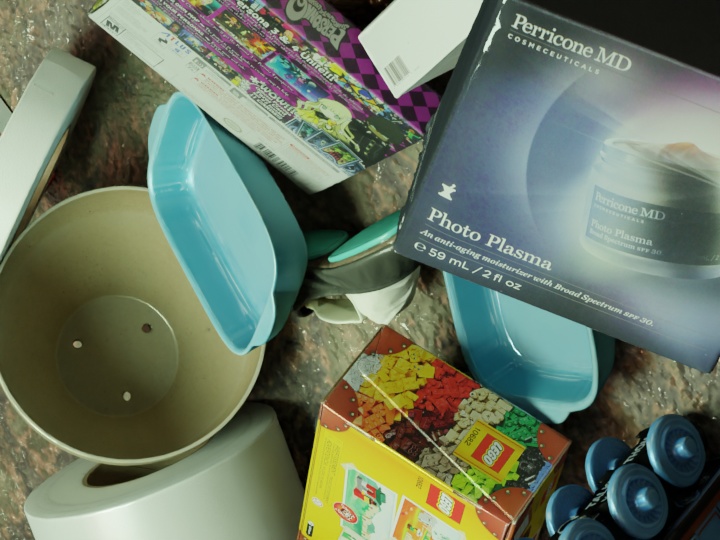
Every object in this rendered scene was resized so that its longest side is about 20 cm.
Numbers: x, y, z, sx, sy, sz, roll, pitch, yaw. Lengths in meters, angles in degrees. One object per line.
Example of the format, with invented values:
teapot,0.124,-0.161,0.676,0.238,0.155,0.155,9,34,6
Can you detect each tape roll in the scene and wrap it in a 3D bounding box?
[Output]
tape roll,-0.133,0.200,1.755,0.202,0.202,0.140,-6,108,48
tape roll,-0.250,-0.067,1.731,0.037,0.203,0.203,26,137,-5

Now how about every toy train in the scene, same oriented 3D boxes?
toy train,0.167,0.173,1.434,0.115,0.200,0.087,53,140,-8

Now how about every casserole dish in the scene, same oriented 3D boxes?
casserole dish,-0.090,-0.036,1.635,0.201,0.039,0.122,59,144,31
casserole dish,0.106,-0.002,1.501,0.121,0.039,0.201,6,115,48

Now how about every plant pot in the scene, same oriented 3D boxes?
plant pot,-0.176,0.052,1.744,0.201,0.200,0.134,56,164,5

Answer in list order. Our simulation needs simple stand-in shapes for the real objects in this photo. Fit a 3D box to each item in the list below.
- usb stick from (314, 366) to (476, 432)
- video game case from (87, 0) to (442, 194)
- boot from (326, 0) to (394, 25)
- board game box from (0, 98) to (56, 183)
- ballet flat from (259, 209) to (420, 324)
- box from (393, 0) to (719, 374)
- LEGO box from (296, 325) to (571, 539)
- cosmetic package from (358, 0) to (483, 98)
usb stick,0.039,0.104,1.650,0.199,0.033,0.056,-18,99,50
video game case,-0.063,-0.137,1.523,0.200,0.036,0.181,38,157,-14
boot,0.010,-0.223,1.472,0.200,0.075,0.108,-41,64,53
board game box,-0.340,-0.077,1.930,0.152,0.046,0.200,53,139,9
ballet flat,0.000,0.000,1.609,0.069,0.068,0.200,58,153,-13
box,0.145,-0.077,1.303,0.199,0.124,0.199,20,133,-2
LEGO box,0.045,0.151,1.580,0.148,0.077,0.201,32,148,13
cosmetic package,0.085,-0.180,1.399,0.051,0.082,0.200,58,139,6
